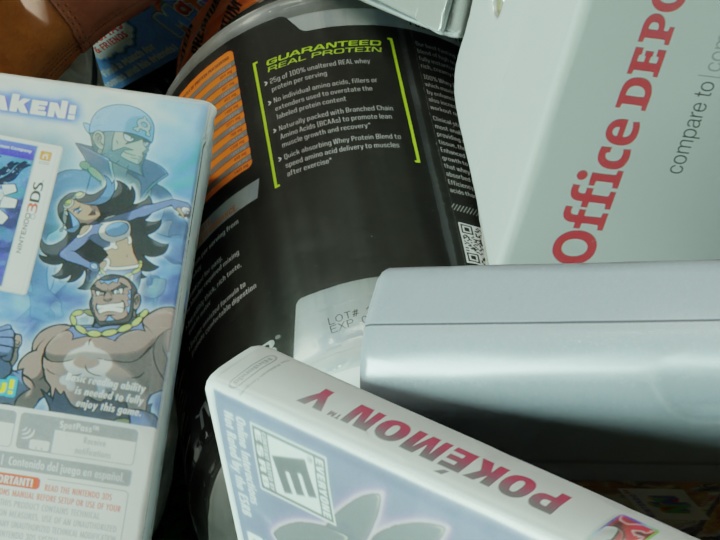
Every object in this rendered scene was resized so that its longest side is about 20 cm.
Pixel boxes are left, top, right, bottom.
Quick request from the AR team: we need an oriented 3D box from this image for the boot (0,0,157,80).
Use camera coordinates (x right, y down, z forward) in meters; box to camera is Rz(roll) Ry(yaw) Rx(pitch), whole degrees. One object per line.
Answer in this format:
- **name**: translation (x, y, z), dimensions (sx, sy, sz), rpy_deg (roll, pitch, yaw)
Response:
- **boot**: translation (-0.156, -0.098, 0.933), dimensions (0.188, 0.069, 0.200), rpy_deg (37, 76, 19)

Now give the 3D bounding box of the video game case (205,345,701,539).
- **video game case**: translation (0.045, 0.130, 0.693), dimensions (0.023, 0.201, 0.182), rpy_deg (-32, 37, -33)

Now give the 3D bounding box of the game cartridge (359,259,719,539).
- **game cartridge**: translation (0.084, 0.056, 0.745), dimensions (0.132, 0.200, 0.042), rpy_deg (-6, 61, 27)

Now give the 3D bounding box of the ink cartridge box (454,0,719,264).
- **ink cartridge box**: translation (0.137, -0.061, 0.806), dimensions (0.199, 0.146, 0.084), rpy_deg (5, 45, -11)

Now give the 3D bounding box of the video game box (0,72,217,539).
- **video game box**: translation (-0.148, 0.027, 0.807), dimensions (0.199, 0.047, 0.183), rpy_deg (8, 63, -1)

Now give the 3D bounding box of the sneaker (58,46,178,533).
- **sneaker**: translation (-0.100, 0.008, 0.992), dimensions (0.079, 0.130, 0.200), rpy_deg (-18, 80, -1)

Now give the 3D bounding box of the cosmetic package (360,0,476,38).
- **cosmetic package**: translation (0.074, -0.126, 0.936), dimensions (0.199, 0.091, 0.107), rpy_deg (-1, 21, -41)

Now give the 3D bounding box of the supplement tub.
- **supplement tub**: translation (0.000, 0.000, 0.902), dimensions (0.122, 0.123, 0.201), rpy_deg (-21, 42, 10)

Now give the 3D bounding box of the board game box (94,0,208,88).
- **board game box**: translation (-0.034, -0.145, 1.067), dimensions (0.200, 0.037, 0.152), rpy_deg (-24, 32, 51)
